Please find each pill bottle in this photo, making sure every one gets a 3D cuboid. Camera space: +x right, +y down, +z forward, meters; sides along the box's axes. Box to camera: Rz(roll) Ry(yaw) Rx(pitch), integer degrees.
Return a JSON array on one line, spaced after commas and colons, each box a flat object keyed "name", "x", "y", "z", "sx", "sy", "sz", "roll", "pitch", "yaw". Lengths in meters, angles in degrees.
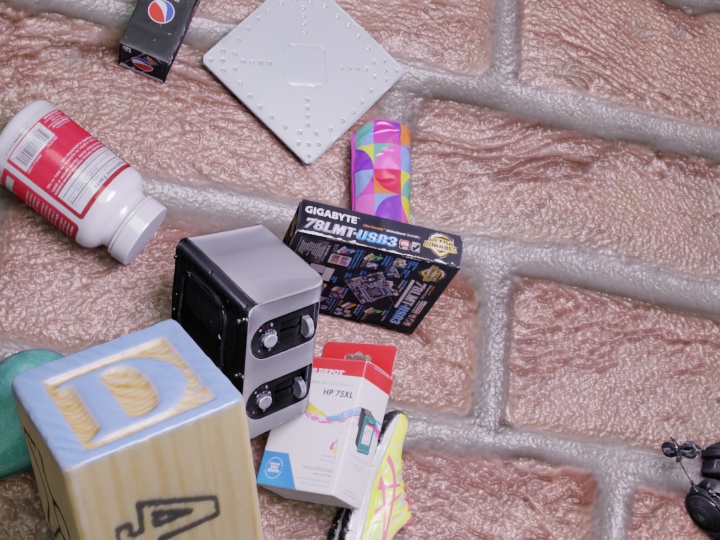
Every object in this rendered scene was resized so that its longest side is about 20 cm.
[{"name": "pill bottle", "x": -0.334, "y": -0.101, "z": 1.377, "sx": 0.199, "sy": 0.112, "sz": 0.113, "roll": 38, "pitch": 69, "yaw": -1}]

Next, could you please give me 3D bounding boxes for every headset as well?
[{"name": "headset", "x": 0.467, "y": 0.273, "z": 1.477, "sx": 0.199, "sy": 0.094, "sz": 0.124, "roll": 33, "pitch": 68, "yaw": -15}]

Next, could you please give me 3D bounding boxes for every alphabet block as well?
[{"name": "alphabet block", "x": -0.233, "y": 0.204, "z": 1.219, "sx": 0.195, "sy": 0.195, "sz": 0.202, "roll": -19, "pitch": 123, "yaw": -24}]

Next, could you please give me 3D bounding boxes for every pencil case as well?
[{"name": "pencil case", "x": 0.024, "y": -0.091, "z": 1.482, "sx": 0.087, "sy": 0.088, "sz": 0.202, "roll": 6, "pitch": 71, "yaw": -12}]

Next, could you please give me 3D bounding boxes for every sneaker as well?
[{"name": "sneaker", "x": 0.027, "y": 0.269, "z": 1.385, "sx": 0.090, "sy": 0.078, "sz": 0.202, "roll": 23, "pitch": 75, "yaw": -15}]

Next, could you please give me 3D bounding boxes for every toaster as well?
[{"name": "toaster", "x": -0.136, "y": 0.062, "z": 1.316, "sx": 0.118, "sy": 0.183, "sz": 0.200, "roll": -14, "pitch": 36, "yaw": -34}]

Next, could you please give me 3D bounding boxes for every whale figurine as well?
[{"name": "whale figurine", "x": -0.387, "y": 0.175, "z": 1.285, "sx": 0.159, "sy": 0.104, "sz": 0.200, "roll": 45, "pitch": 67, "yaw": 2}]

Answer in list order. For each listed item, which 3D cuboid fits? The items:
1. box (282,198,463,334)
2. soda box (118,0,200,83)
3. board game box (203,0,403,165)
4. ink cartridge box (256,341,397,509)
[{"name": "box", "x": 0.000, "y": 0.000, "z": 1.383, "sx": 0.196, "sy": 0.200, "sz": 0.050, "roll": 11, "pitch": 63, "yaw": -10}, {"name": "soda box", "x": -0.247, "y": -0.350, "z": 1.500, "sx": 0.070, "sy": 0.063, "sz": 0.202, "roll": 22, "pitch": 69, "yaw": -6}, {"name": "board game box", "x": -0.075, "y": -0.268, "z": 1.539, "sx": 0.200, "sy": 0.026, "sz": 0.200, "roll": 44, "pitch": 69, "yaw": 2}, {"name": "ink cartridge box", "x": -0.037, "y": 0.170, "z": 1.364, "sx": 0.067, "sy": 0.115, "sz": 0.202, "roll": 39, "pitch": 59, "yaw": -49}]
